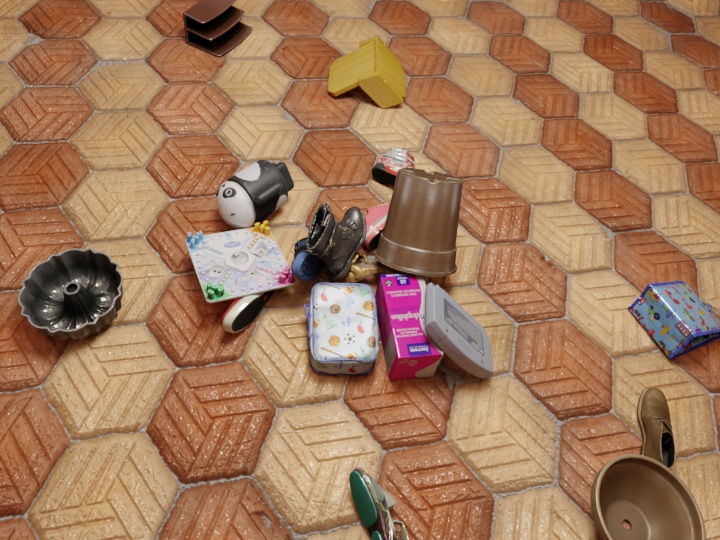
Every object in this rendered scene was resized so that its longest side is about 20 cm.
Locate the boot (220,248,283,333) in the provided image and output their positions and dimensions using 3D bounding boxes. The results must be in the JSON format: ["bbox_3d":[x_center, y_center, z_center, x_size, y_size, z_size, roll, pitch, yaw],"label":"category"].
[{"bbox_3d":[-0.274,0.037,1.199,0.141,0.073,0.201,26,47,11],"label":"boot"}]

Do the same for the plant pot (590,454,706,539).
[{"bbox_3d":[0.500,0.450,0.994,0.195,0.094,0.205,4,53,-6],"label":"plant pot"}]

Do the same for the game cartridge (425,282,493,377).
[{"bbox_3d":[0.203,0.130,1.142,0.199,0.041,0.135,41,38,-25],"label":"game cartridge"}]

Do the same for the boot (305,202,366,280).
[{"bbox_3d":[-0.051,-0.090,1.195,0.067,0.175,0.205,8,64,21],"label":"boot"}]

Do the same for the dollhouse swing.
[{"bbox_3d":[0.020,-0.587,1.712,0.180,0.174,0.204,34,42,-36],"label":"dollhouse swing"}]

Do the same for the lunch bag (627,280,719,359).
[{"bbox_3d":[0.765,0.101,1.297,0.195,0.095,0.153,-10,53,-26],"label":"lunch bag"}]

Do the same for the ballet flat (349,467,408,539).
[{"bbox_3d":[0.041,0.441,0.959,0.070,0.070,0.204,-4,57,-33],"label":"ballet flat"}]

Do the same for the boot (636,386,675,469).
[{"bbox_3d":[0.610,0.320,1.116,0.072,0.076,0.203,17,52,7],"label":"boot"}]

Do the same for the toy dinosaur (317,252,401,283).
[{"bbox_3d":[0.000,0.000,1.268,0.194,0.061,0.109,-13,57,11],"label":"toy dinosaur"}]

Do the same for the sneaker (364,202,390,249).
[{"bbox_3d":[0.061,-0.142,1.371,0.086,0.075,0.199,38,58,21],"label":"sneaker"}]

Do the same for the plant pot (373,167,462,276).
[{"bbox_3d":[0.141,-0.116,1.238,0.194,0.204,0.201,9,17,-3],"label":"plant pot"}]

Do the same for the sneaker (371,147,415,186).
[{"bbox_3d":[0.137,-0.260,1.471,0.198,0.068,0.109,26,57,14],"label":"sneaker"}]

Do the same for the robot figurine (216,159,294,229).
[{"bbox_3d":[-0.255,-0.187,1.325,0.125,0.151,0.199,45,59,9],"label":"robot figurine"}]

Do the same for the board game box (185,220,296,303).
[{"bbox_3d":[-0.263,-0.028,1.201,0.195,0.026,0.202,-11,48,-26],"label":"board game box"}]

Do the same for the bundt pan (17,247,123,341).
[{"bbox_3d":[-0.583,0.057,1.132,0.195,0.077,0.206,4,53,-5],"label":"bundt pan"}]

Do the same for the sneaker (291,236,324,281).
[{"bbox_3d":[-0.123,-0.030,1.233,0.076,0.072,0.200,11,17,15],"label":"sneaker"}]

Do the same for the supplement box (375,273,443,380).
[{"bbox_3d":[0.098,0.116,1.173,0.098,0.104,0.204,-3,56,-12],"label":"supplement box"}]

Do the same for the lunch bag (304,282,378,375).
[{"bbox_3d":[-0.041,0.118,1.169,0.155,0.076,0.204,0,55,-5],"label":"lunch bag"}]

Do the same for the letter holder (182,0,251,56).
[{"bbox_3d":[-0.444,-0.790,1.753,0.139,0.102,0.202,26,55,9],"label":"letter holder"}]
